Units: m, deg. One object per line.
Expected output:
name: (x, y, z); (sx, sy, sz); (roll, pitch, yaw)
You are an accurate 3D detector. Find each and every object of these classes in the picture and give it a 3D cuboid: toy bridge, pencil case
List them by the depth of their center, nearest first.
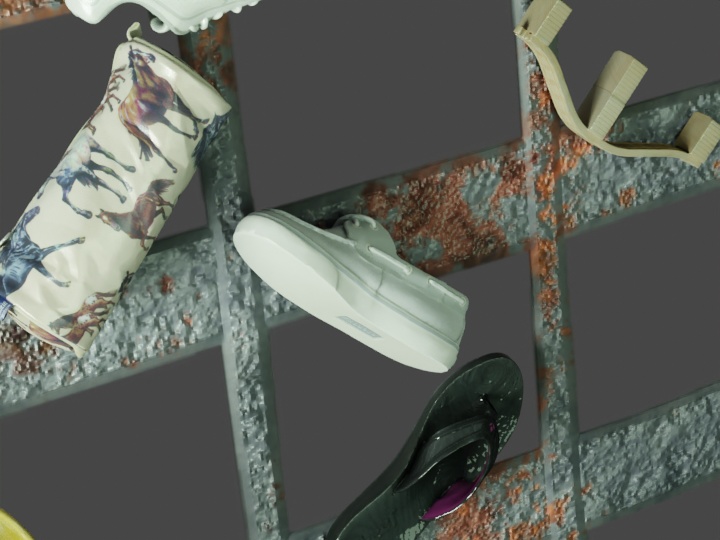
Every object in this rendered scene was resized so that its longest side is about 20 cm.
pencil case: (-0.161, -0.050, 1.340); (0.089, 0.078, 0.200); (32, 91, -8)
toy bridge: (0.177, -0.124, 1.538); (0.200, 0.027, 0.067); (31, 93, -35)

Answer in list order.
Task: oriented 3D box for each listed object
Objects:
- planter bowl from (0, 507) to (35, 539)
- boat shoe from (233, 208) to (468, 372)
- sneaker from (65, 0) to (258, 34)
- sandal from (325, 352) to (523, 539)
planter bowl: (-0.290, 0.238, 1.354); (0.200, 0.083, 0.201); (7, 75, -25)
boat shoe: (0.000, 0.000, 1.464); (0.200, 0.072, 0.069); (31, 70, -28)
sneaker: (-0.092, -0.186, 1.329); (0.199, 0.075, 0.081); (1, 102, -22)
sandal: (0.058, 0.150, 1.562); (0.075, 0.048, 0.201); (40, 87, -35)
